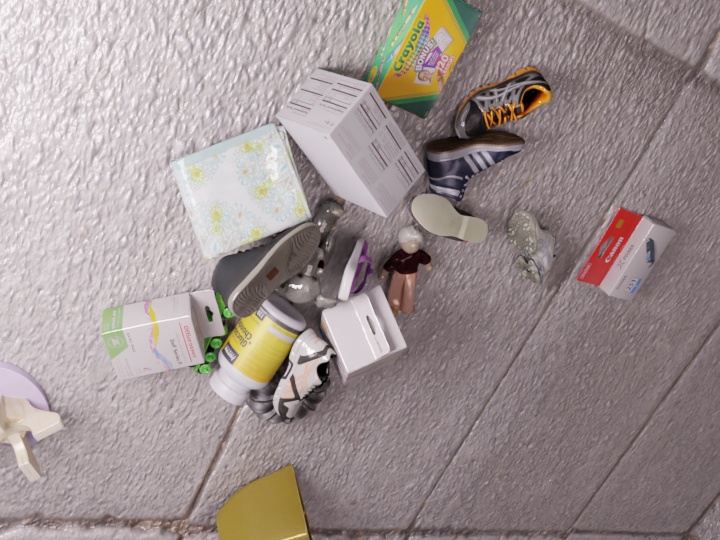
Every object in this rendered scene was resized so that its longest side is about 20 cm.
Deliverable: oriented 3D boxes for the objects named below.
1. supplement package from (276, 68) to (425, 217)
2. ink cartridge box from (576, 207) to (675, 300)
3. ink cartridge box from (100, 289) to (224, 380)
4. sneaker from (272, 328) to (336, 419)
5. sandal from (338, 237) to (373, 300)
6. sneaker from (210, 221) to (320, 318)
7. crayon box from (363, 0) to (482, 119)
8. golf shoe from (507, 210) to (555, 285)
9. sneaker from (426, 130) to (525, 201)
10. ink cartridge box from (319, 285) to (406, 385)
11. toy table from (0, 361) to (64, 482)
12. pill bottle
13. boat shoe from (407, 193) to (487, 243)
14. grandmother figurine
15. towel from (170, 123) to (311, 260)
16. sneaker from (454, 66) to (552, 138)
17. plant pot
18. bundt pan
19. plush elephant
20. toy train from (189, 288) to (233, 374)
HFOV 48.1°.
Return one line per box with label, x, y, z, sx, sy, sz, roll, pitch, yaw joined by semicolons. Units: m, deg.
supplement package;-0.015;-0.210;1.331;0.111;0.155;0.201;-49;133;-12
ink cartridge box;0.622;-0.034;1.889;0.174;0.045;0.203;11;116;-35
ink cartridge box;-0.344;0.113;1.427;0.196;0.068;0.119;-12;128;-5
sneaker;-0.107;0.211;1.526;0.073;0.079;0.203;-34;150;-54
sandal;-0.002;0.007;1.486;0.049;0.203;0.084;18;117;3
sneaker;-0.163;-0.023;1.341;0.200;0.106;0.075;-43;135;-10
crayon box;0.103;-0.373;1.358;0.117;0.058;0.202;14;115;-35
golf shoe;0.373;-0.068;1.726;0.097;0.078;0.202;-41;140;-19
sneaker;0.216;-0.198;1.534;0.196;0.070;0.110;-10;122;-14
ink cartridge box;0.001;0.125;1.547;0.123;0.130;0.200;-23;167;-10
toy table;-0.606;0.266;1.387;0.182;0.118;0.201;-34;133;-2
pill bottle;-0.197;0.149;1.517;0.111;0.112;0.202;29;100;-39
boat shoe;0.163;-0.102;1.580;0.197;0.062;0.073;17;95;-36
grandmother figurine;0.094;-0.003;1.617;0.119;0.061;0.203;-17;132;-28
towel;-0.193;-0.132;1.331;0.197;0.048;0.174;-22;103;-13
sneaker;0.262;-0.303;1.483;0.198;0.078;0.079;-33;133;-2
plant pot;-0.210;0.590;1.788;0.196;0.197;0.197;-16;129;-7
bundt pan;-0.146;0.231;1.640;0.198;0.076;0.205;-15;127;-20
plush elephant;-0.108;-0.014;1.431;0.162;0.155;0.203;8;118;-31
toy train;-0.279;0.109;1.506;0.055;0.042;0.202;16;114;-25
